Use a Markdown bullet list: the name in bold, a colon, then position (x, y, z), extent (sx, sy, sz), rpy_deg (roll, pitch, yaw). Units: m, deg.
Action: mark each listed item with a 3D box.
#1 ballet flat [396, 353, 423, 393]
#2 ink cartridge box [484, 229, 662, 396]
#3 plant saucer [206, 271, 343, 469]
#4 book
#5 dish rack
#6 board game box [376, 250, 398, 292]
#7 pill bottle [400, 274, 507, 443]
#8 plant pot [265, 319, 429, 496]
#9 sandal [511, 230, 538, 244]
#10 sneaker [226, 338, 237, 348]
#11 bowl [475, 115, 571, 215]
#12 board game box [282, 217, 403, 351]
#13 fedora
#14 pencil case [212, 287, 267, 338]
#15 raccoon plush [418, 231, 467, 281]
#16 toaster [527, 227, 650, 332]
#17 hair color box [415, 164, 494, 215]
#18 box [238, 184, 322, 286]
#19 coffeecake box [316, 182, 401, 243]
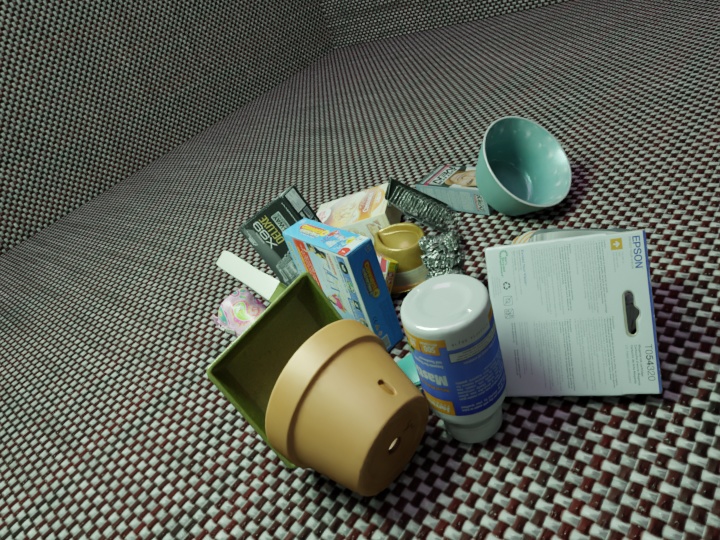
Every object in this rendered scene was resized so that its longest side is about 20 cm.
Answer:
- **ballet flat**: position (0.125, 0.137, 0.800), extent (0.198, 0.062, 0.068), rpy_deg (-34, 35, 15)
- **ink cartridge box**: position (0.270, 0.059, 0.708), extent (0.195, 0.203, 0.043), rpy_deg (-6, 0, 23)
- **plant saucer**: position (-0.098, 0.142, 0.799), extent (0.200, 0.202, 0.047), rpy_deg (-45, 22, -23)
- **book**: position (-0.138, 0.044, 0.917), extent (0.132, 0.200, 0.049), rpy_deg (28, 81, 31)
- **dish rack**: position (0.135, -0.121, 1.116), extent (0.056, 0.150, 0.200), rpy_deg (-65, 20, 14)
- **board game box**: position (0.000, 0.000, 1.073), extent (0.029, 0.098, 0.199), rpy_deg (7, 14, -31)
- **pill bottle**: position (0.124, 0.118, 0.691), extent (0.109, 0.204, 0.113), rpy_deg (-14, 29, 8)
- **plant pot**: position (-0.005, 0.186, 0.702), extent (0.138, 0.203, 0.199), rpy_deg (29, 56, 34)
- **sandal**: position (0.319, -0.027, 0.930), extent (0.077, 0.060, 0.208), rpy_deg (-20, 31, 1)
- **sneaker**: position (-0.177, 0.135, 0.982), extent (0.080, 0.079, 0.202), rpy_deg (-12, 32, 26)
- **bowl**: position (0.310, -0.192, 1.099), extent (0.200, 0.201, 0.105), rpy_deg (-41, -6, -29)
- **board game box**: position (-0.031, 0.024, 0.944), extent (0.055, 0.204, 0.194), rpy_deg (-35, 33, -25)
- **fedora**: position (0.081, -0.038, 1.081), extent (0.195, 0.083, 0.202), rpy_deg (-17, 30, 10)
- **pencil case**: position (-0.154, 0.109, 0.908), extent (0.197, 0.089, 0.087), rpy_deg (30, 54, 26)
- **raccoon plush**: position (0.143, 0.029, 0.884), extent (0.094, 0.137, 0.202), rpy_deg (-14, 31, 10)
- **toaster**: position (0.312, 0.019, 0.790), extent (0.194, 0.115, 0.131), rpy_deg (3, 51, 22)
- **hair color box**: position (0.231, -0.185, 1.235), extent (0.099, 0.062, 0.197), rpy_deg (-40, 35, -28)
- **box**: position (-0.125, -0.046, 1.072), extent (0.156, 0.201, 0.050), rpy_deg (-25, 20, 41)
- **coffeecake box**: position (-0.010, -0.113, 1.257), extent (0.195, 0.074, 0.155), rpy_deg (-15, 31, 22)
